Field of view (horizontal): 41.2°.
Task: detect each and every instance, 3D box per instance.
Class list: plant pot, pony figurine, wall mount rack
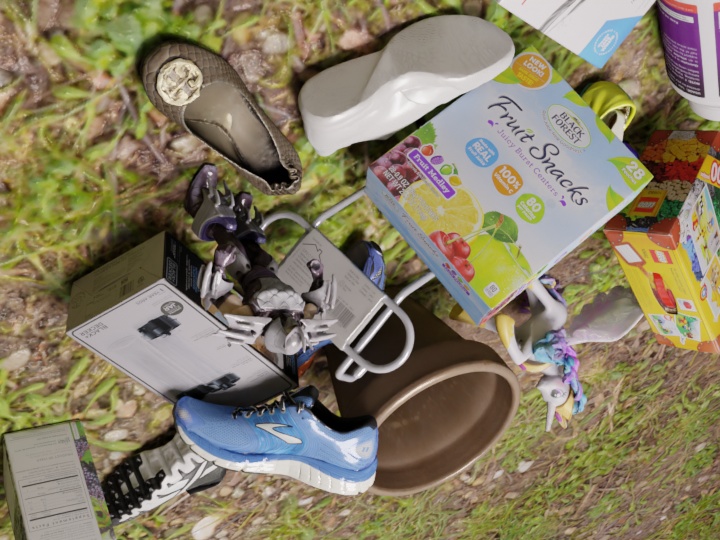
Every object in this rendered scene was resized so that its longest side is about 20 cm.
[{"bbox_3d":[0.047,0.114,1.036,0.199,0.175,0.201,-18,137,-17],"label":"plant pot"},{"bbox_3d":[0.214,0.058,1.101,0.200,0.166,0.193,48,60,-22],"label":"pony figurine"},{"bbox_3d":[0.000,0.000,0.902,0.174,0.200,0.075,-50,158,7],"label":"wall mount rack"}]

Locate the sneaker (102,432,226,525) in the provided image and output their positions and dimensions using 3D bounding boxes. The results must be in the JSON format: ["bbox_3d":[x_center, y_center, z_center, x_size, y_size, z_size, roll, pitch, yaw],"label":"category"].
[{"bbox_3d":[-0.199,0.224,1.065,0.200,0.067,0.091,-40,137,4],"label":"sneaker"}]

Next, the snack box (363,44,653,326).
[{"bbox_3d":[0.131,-0.079,0.866,0.200,0.169,0.068,-38,169,-14],"label":"snack box"}]

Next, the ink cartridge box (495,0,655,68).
[{"bbox_3d":[0.172,-0.268,0.825,0.200,0.067,0.116,15,121,-42],"label":"ink cartridge box"}]

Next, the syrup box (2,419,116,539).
[{"bbox_3d":[-0.289,0.249,0.925,0.081,0.200,0.079,-7,133,-28],"label":"syrup box"}]

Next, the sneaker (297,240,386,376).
[{"bbox_3d":[-0.054,0.043,0.980,0.200,0.075,0.078,-45,134,11],"label":"sneaker"}]

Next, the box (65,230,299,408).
[{"bbox_3d":[-0.160,0.062,0.892,0.116,0.060,0.200,-28,134,20],"label":"box"}]

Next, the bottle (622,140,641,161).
[{"bbox_3d":[0.317,-0.082,1.107,0.200,0.065,0.084,26,104,-46],"label":"bottle"}]

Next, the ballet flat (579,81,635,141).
[{"bbox_3d":[0.223,-0.100,0.996,0.067,0.067,0.201,13,109,-42],"label":"ballet flat"}]

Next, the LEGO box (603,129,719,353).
[{"bbox_3d":[0.356,-0.031,1.045,0.149,0.077,0.200,-58,132,-24],"label":"LEGO box"}]

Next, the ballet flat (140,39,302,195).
[{"bbox_3d":[-0.107,-0.118,0.803,0.067,0.046,0.200,-39,140,5],"label":"ballet flat"}]

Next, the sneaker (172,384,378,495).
[{"bbox_3d":[-0.077,0.143,0.902,0.199,0.079,0.090,13,102,-5],"label":"sneaker"}]

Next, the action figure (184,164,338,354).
[{"bbox_3d":[-0.090,0.000,0.812,0.130,0.200,0.069,18,118,-44],"label":"action figure"}]

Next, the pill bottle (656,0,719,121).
[{"bbox_3d":[0.352,-0.242,0.938,0.112,0.113,0.200,-33,141,-1],"label":"pill bottle"}]

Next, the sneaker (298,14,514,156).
[{"bbox_3d":[0.041,-0.160,0.856,0.199,0.075,0.089,-21,152,-7],"label":"sneaker"}]
